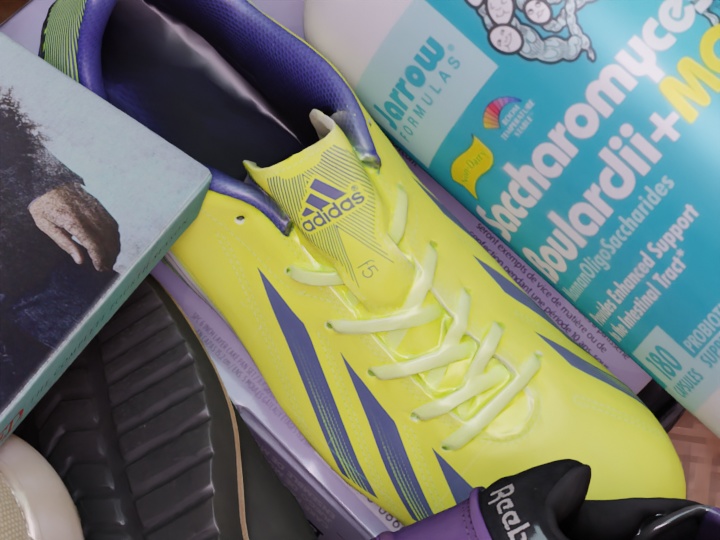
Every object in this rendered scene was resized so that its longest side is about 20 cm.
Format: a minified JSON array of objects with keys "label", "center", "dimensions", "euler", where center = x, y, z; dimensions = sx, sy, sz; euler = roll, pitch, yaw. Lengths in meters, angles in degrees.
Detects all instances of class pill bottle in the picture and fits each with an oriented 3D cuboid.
[{"label":"pill bottle","center":[0.063,-0.055,0.720],"dimensions":[0.200,0.111,0.111],"euler":[42,69,6]}]

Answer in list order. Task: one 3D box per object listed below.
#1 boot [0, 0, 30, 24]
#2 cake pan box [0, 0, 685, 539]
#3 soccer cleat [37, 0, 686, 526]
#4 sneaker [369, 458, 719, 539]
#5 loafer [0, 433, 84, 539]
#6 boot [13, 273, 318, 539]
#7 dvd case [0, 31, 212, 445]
[{"label":"boot","center":[-0.142,-0.133,0.841],"dimensions":[0.200,0.069,0.188],"euler":[10,63,2]},{"label":"cake pan box","center":[0.014,-0.030,0.787],"dimensions":[0.200,0.052,0.184],"euler":[43,71,7]},{"label":"soccer cleat","center":[-0.001,0.000,0.702],"dimensions":[0.200,0.084,0.065],"euler":[43,70,5]},{"label":"sneaker","center":[0.065,0.097,0.657],"dimensions":[0.088,0.200,0.076],"euler":[-35,60,17]},{"label":"loafer","center":[-0.118,0.130,0.659],"dimensions":[0.068,0.200,0.076],"euler":[0,16,-43]},{"label":"boot","center":[-0.017,0.096,0.713],"dimensions":[0.077,0.138,0.200],"euler":[-36,54,19]},{"label":"dvd case","center":[-0.152,-0.029,0.645],"dimensions":[0.200,0.022,0.146],"euler":[33,50,7]}]
